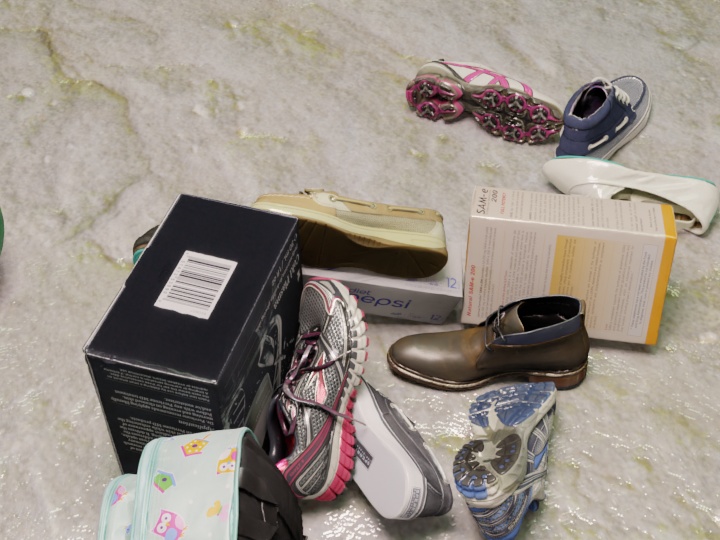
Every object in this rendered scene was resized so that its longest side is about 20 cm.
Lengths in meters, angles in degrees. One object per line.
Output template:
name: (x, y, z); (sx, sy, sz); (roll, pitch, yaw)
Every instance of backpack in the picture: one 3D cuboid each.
backpack: (-0.120, 0.217, 0.842); (0.152, 0.200, 0.177); (0, 58, 2)

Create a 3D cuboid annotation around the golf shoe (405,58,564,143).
golf shoe: (0.160, -0.219, 1.350); (0.199, 0.073, 0.092); (19, 48, 19)

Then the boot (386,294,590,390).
boot: (0.125, 0.060, 1.069); (0.198, 0.097, 0.075); (0, 46, 1)

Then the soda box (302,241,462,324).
soda box: (0.000, 0.000, 1.106); (0.198, 0.068, 0.064); (8, 61, -12)

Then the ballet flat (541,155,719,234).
ballet flat: (0.298, -0.081, 1.229); (0.198, 0.070, 0.070); (11, 48, 10)

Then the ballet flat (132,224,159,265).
ballet flat: (-0.145, -0.019, 1.174); (0.198, 0.068, 0.069); (11, 39, 11)

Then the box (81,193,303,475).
box: (-0.136, 0.076, 0.991); (0.123, 0.197, 0.201); (13, 48, 11)

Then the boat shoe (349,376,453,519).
boat shoe: (0.020, 0.152, 1.010); (0.067, 0.072, 0.200); (12, 21, -35)

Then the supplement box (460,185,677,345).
supplement box: (0.204, -0.006, 1.103); (0.198, 0.127, 0.074); (7, 31, 7)

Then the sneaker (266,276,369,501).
sneaker: (-0.043, 0.102, 0.988); (0.074, 0.080, 0.202); (14, 70, -31)

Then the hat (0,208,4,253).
hat: (-0.433, -0.034, 1.227); (0.164, 0.176, 0.202); (12, 85, 10)

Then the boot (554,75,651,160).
boot: (0.297, -0.196, 1.312); (0.072, 0.091, 0.200); (23, 51, 22)

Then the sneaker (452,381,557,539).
sneaker: (0.134, 0.169, 0.991); (0.077, 0.086, 0.200); (-8, 20, 28)

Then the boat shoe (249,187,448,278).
boat shoe: (-0.012, -0.044, 1.046); (0.199, 0.073, 0.064); (9, 56, -15)
